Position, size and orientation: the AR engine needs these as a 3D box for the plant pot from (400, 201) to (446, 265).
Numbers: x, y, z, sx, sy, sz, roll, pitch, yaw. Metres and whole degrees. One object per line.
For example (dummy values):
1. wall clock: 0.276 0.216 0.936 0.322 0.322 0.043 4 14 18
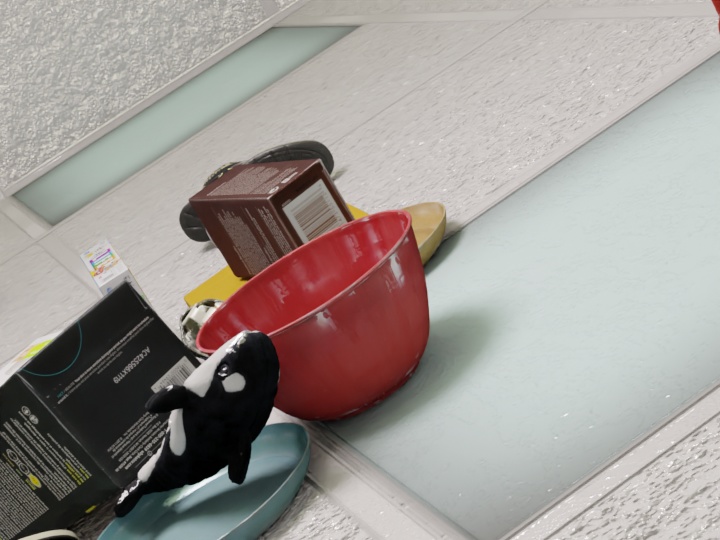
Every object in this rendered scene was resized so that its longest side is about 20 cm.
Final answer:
1. plant pot: 0.000 0.000 1.764 0.200 0.028 0.200 -29 14 8

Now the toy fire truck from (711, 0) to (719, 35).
1. toy fire truck: 0.386 -0.296 1.678 0.200 0.168 0.112 -17 21 44

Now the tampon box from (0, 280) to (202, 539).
1. tampon box: -0.243 0.130 1.558 0.200 0.126 0.150 -37 6 47

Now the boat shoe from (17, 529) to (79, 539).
1. boat shoe: -0.295 0.269 1.425 0.201 0.074 0.063 -27 48 -23

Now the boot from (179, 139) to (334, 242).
1. boot: -0.123 -0.115 2.288 0.203 0.074 0.154 -27 12 10

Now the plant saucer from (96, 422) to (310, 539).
1. plant saucer: -0.119 0.185 1.406 0.200 0.027 0.200 -29 15 8

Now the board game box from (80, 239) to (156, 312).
1. board game box: -0.220 0.046 1.838 0.034 0.135 0.200 -33 15 -7

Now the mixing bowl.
1. mixing bowl: -0.020 0.050 1.486 0.200 0.109 0.200 -28 16 9

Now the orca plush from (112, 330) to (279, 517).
1. orca plush: -0.116 0.132 1.386 0.200 0.071 0.105 -41 -34 24

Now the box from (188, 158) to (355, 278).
1. box: -0.083 -0.049 1.834 0.075 0.100 0.200 -38 18 -23

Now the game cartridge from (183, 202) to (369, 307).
1. game cartridge: -0.084 -0.003 1.940 0.200 0.032 0.176 -36 15 -6

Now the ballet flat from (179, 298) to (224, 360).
1. ballet flat: -0.126 0.059 1.733 0.072 0.072 0.200 -36 15 -18

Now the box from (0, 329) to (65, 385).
1. box: -0.312 0.150 1.749 0.112 0.101 0.200 -16 21 46
